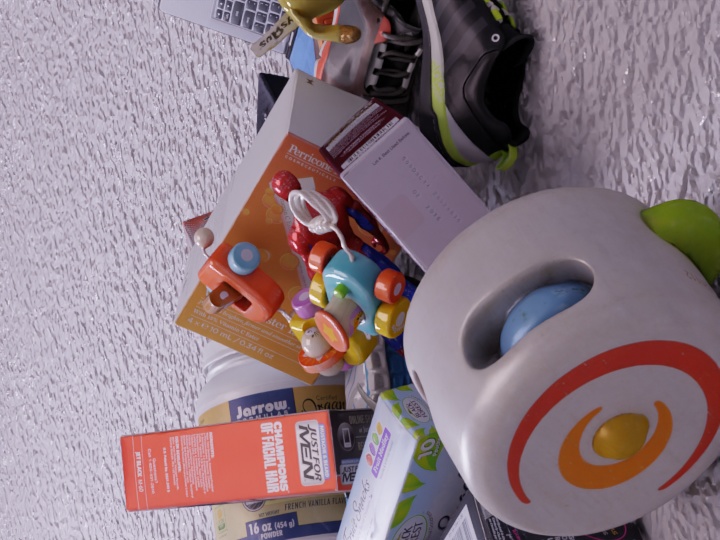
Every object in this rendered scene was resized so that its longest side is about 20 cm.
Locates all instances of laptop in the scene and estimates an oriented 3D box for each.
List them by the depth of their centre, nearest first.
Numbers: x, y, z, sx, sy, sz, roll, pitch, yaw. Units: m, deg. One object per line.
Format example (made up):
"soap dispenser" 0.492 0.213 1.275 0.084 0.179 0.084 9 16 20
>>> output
"laptop" -0.083 -0.244 1.870 0.116 0.199 0.188 -65 -7 -52

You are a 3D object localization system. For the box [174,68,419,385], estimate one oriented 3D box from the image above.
"box" -0.042 -0.031 1.676 0.200 0.124 0.098 -58 15 31

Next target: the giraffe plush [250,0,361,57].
"giraffe plush" -0.050 -0.278 1.609 0.172 0.162 0.200 26 74 42

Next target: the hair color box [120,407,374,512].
"hair color box" -0.070 0.142 1.649 0.199 0.111 0.064 -11 83 35

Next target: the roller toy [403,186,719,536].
"roller toy" 0.127 0.060 1.279 0.140 0.182 0.200 -118 34 -45

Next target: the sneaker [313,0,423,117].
"sneaker" 0.015 -0.170 1.686 0.082 0.077 0.201 11 103 61

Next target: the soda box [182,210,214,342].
"soda box" -0.109 0.022 1.933 0.200 0.063 0.069 86 163 -61

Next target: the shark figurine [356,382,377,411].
"shark figurine" 0.044 0.088 1.548 0.089 0.128 0.215 33 144 9

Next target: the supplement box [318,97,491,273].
"supplement box" 0.033 -0.054 1.488 0.109 0.061 0.200 48 -178 -9

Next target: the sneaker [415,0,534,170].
"sneaker" 0.090 -0.168 1.537 0.083 0.072 0.201 -7 84 38

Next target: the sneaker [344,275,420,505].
"sneaker" 0.019 0.103 1.720 0.087 0.075 0.201 -172 88 -74

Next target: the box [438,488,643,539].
"box" 0.108 0.240 1.439 0.200 0.114 0.132 116 146 -47

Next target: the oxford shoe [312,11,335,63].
"oxford shoe" -0.015 -0.199 1.761 0.073 0.071 0.201 -162 71 -72

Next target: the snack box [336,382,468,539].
"snack box" 0.060 0.154 1.503 0.053 0.142 0.200 51 140 37

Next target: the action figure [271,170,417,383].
"action figure" 0.000 0.000 1.594 0.200 0.065 0.052 50 173 -28

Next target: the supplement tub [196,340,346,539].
"supplement tub" -0.058 0.153 1.799 0.144 0.144 0.201 138 126 -62

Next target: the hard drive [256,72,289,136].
"hard drive" -0.055 -0.057 1.873 0.135 0.042 0.201 -118 23 -48

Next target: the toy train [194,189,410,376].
"toy train" -0.050 0.019 1.548 0.056 0.150 0.200 -53 10 -26
